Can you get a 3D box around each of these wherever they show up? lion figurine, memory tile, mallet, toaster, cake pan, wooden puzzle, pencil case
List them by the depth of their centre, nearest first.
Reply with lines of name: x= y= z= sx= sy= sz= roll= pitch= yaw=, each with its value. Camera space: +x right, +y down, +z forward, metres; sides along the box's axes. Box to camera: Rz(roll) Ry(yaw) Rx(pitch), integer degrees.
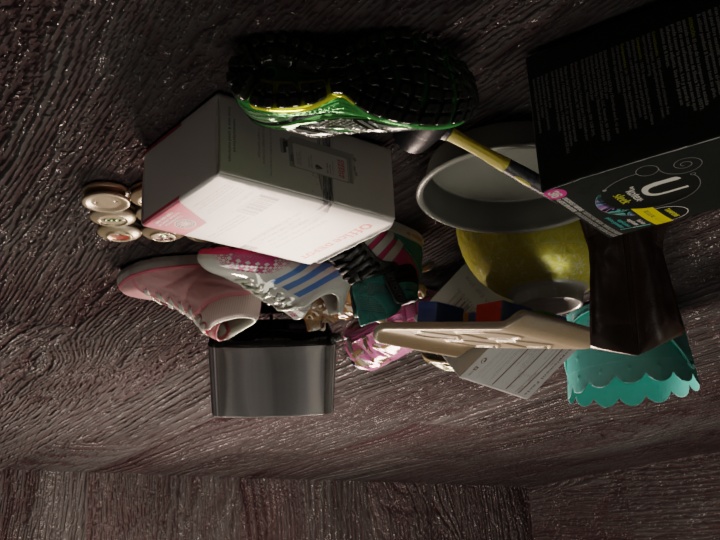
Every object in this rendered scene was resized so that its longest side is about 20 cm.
mallet: x=0.127 y=-0.102 z=0.877 sx=0.200 sy=0.041 sz=0.066 roll=24 pitch=150 yaw=-3
cake pan: x=0.155 y=-0.093 z=0.995 sx=0.200 sy=0.037 sz=0.200 roll=0 pitch=159 yaw=0
memory tile: x=-0.197 y=-0.061 z=1.086 sx=0.200 sy=0.017 sz=0.153 roll=0 pitch=161 yaw=-7
wooden puzzle: x=0.144 y=0.063 z=1.132 sx=0.200 sy=0.046 sz=0.185 roll=-9 pitch=165 yaw=40
lion figurine: x=0.000 y=0.020 z=1.290 sx=0.122 sy=0.073 sz=0.200 roll=23 pitch=138 yaw=-18
toaster: x=-0.123 y=0.133 z=1.410 sx=0.180 sy=0.119 sz=0.200 roll=-2 pitch=-174 yaw=-6
pencil case: x=0.052 y=0.088 z=1.459 sx=0.086 sy=0.083 sz=0.200 roll=-38 pitch=-176 yaw=-36

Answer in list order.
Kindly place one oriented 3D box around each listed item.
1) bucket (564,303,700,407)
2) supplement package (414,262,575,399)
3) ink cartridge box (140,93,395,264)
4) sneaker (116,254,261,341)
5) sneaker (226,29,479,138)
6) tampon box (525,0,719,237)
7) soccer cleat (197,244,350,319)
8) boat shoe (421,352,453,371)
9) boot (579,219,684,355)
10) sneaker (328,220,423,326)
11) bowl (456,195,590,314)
bucket: x=0.414 y=0.128 z=1.538 sx=0.207 sy=0.135 sz=0.207 roll=-3 pitch=161 yaw=-1
supplement package: x=0.190 y=0.084 z=1.348 sx=0.117 sy=0.117 sz=0.200 roll=-48 pitch=145 yaw=14
ink cartridge box: x=-0.087 y=-0.079 z=0.946 sx=0.200 sy=0.083 sz=0.146 roll=13 pitch=155 yaw=-37
sneaker: x=-0.215 y=0.038 z=1.240 sx=0.200 sy=0.105 sz=0.075 roll=-6 pitch=163 yaw=13
sneaker: x=-0.003 y=-0.147 z=0.801 sx=0.200 sy=0.078 sz=0.085 roll=6 pitch=168 yaw=2
tampon box: x=0.259 y=-0.125 z=0.795 sx=0.200 sy=0.127 sz=0.150 roll=-16 pitch=158 yaw=33
soccer cleat: x=-0.100 y=0.015 z=1.187 sx=0.200 sy=0.087 sz=0.070 roll=6 pitch=178 yaw=-27
boat shoe: x=0.196 y=0.128 z=1.609 sx=0.200 sy=0.073 sz=0.063 roll=-9 pitch=166 yaw=39
boot: x=0.317 y=-0.014 z=1.011 sx=0.186 sy=0.200 sz=0.064 roll=-14 pitch=158 yaw=31
sneaker: x=0.000 y=0.000 z=1.130 sx=0.084 sy=0.121 sz=0.200 roll=-20 pitch=154 yaw=41
bowl: x=0.216 y=-0.008 z=1.160 sx=0.200 sy=0.108 sz=0.200 roll=-3 pitch=162 yaw=-1
